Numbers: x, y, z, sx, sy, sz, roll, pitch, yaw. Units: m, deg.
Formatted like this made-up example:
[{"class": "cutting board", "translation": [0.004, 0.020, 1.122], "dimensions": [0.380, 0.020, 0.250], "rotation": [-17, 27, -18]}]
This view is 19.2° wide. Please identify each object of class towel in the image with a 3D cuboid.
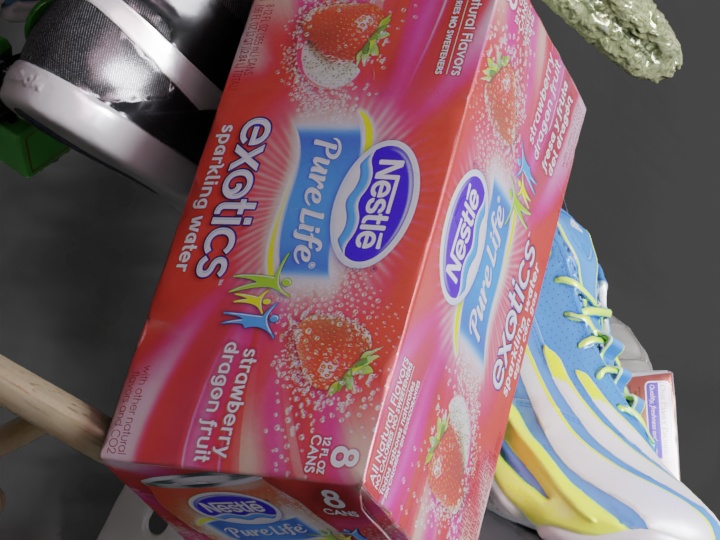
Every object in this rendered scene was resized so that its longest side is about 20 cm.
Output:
[{"class": "towel", "translation": [0.062, -0.169, 0.966], "dimensions": [0.200, 0.037, 0.149], "rotation": [38, 14, -21]}]

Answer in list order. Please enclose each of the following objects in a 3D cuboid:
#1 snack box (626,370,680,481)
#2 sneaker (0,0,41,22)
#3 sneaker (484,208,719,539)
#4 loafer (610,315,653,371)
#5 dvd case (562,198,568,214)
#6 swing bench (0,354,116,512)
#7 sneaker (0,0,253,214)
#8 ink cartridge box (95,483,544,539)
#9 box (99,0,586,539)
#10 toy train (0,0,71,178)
[{"class": "snack box", "translation": [0.104, 0.099, 0.883], "dimensions": [0.024, 0.200, 0.072], "rotation": [-2, 74, -2]}, {"class": "sneaker", "translation": [-0.083, -0.178, 0.875], "dimensions": [0.075, 0.087, 0.200], "rotation": [48, 52, -15]}, {"class": "sneaker", "translation": [0.067, 0.033, 0.776], "dimensions": [0.076, 0.200, 0.105], "rotation": [24, 94, -50]}, {"class": "loafer", "translation": [0.037, 0.041, 0.924], "dimensions": [0.199, 0.070, 0.070], "rotation": [2, 46, -35]}, {"class": "dvd case", "translation": [0.005, -0.061, 0.954], "dimensions": [0.199, 0.016, 0.149], "rotation": [-12, 85, -40]}, {"class": "swing bench", "translation": [-0.215, 0.084, 0.669], "dimensions": [0.200, 0.130, 0.199], "rotation": [39, 57, -17]}, {"class": "sneaker", "translation": [-0.036, -0.068, 0.826], "dimensions": [0.200, 0.073, 0.112], "rotation": [32, 84, -45]}, {"class": "ink cartridge box", "translation": [0.004, 0.124, 0.799], "dimensions": [0.116, 0.200, 0.068], "rotation": [-61, 155, 2]}, {"class": "box", "translation": [0.000, 0.000, 0.734], "dimensions": [0.096, 0.099, 0.201], "rotation": [54, 46, -52]}, {"class": "toy train", "translation": [-0.077, -0.106, 0.862], "dimensions": [0.200, 0.042, 0.057], "rotation": [-38, 145, -28]}]
